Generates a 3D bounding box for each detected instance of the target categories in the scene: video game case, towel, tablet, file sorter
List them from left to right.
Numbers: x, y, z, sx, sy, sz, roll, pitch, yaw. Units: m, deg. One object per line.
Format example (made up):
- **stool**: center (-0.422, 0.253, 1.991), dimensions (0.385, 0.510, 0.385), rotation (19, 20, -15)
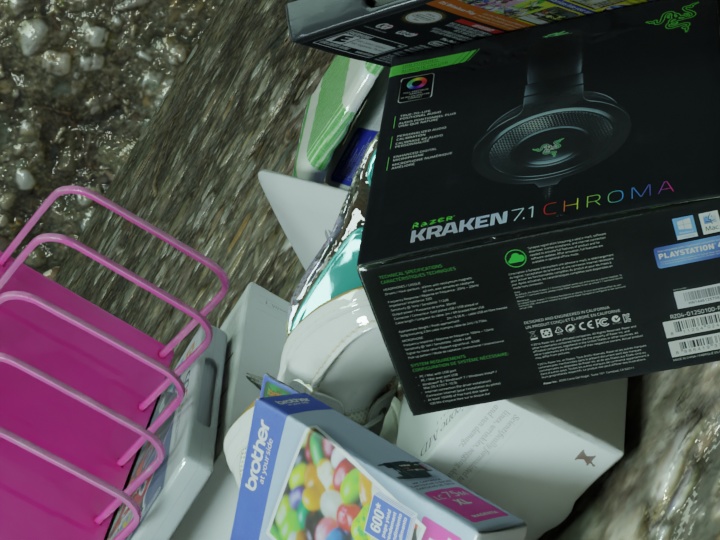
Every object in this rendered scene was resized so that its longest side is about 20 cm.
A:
- **file sorter**: center (-0.179, 0.068, 1.284), dimensions (0.125, 0.139, 0.200), rotation (-43, 22, 46)
- **video game case**: center (-0.144, 0.152, 1.324), dimensions (0.200, 0.023, 0.182), rotation (-58, 13, 21)
- **tablet**: center (0.000, 0.000, 1.334), dimensions (0.014, 0.130, 0.200), rotation (-35, 21, -17)
- **towel**: center (0.014, -0.152, 1.391), dimensions (0.200, 0.023, 0.153), rotation (-56, 11, 26)
- **video game case**: center (0.091, -0.135, 1.063), dimensions (0.180, 0.200, 0.026), rotation (-13, 80, 31)

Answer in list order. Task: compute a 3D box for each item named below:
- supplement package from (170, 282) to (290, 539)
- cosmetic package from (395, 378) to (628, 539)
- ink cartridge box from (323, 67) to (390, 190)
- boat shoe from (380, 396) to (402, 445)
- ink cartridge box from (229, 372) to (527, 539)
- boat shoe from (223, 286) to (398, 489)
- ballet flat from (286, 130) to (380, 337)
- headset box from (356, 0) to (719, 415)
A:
- **supplement package**: center (-0.058, 0.123, 1.364), dimensions (0.117, 0.117, 0.200), rotation (-54, 16, 27)
- **cosmetic package**: center (0.082, 0.044, 1.103), dimensions (0.113, 0.081, 0.200), rotation (-53, 15, 36)
- **ink cartridge box**: center (0.025, -0.086, 1.346), dimensions (0.095, 0.037, 0.200), rotation (-62, 16, 0)
- **boat shoe**: center (0.014, 0.166, 1.184), dimensions (0.073, 0.062, 0.200), rotation (-14, 50, 21)
- **ink cartridge box**: center (-0.009, 0.141, 1.049), dimensions (0.200, 0.042, 0.120), rotation (29, 113, 45)
- **boat shoe**: center (-0.013, 0.080, 1.146), dimensions (0.200, 0.071, 0.069), rotation (123, 140, -48)
- **ballet flat**: center (0.025, -0.033, 1.172), dimensions (0.200, 0.072, 0.072), rotation (-56, 15, 22)
- **headset box**: center (0.101, -0.040, 1.008), dimensions (0.174, 0.093, 0.200), rotation (-10, 34, 15)
